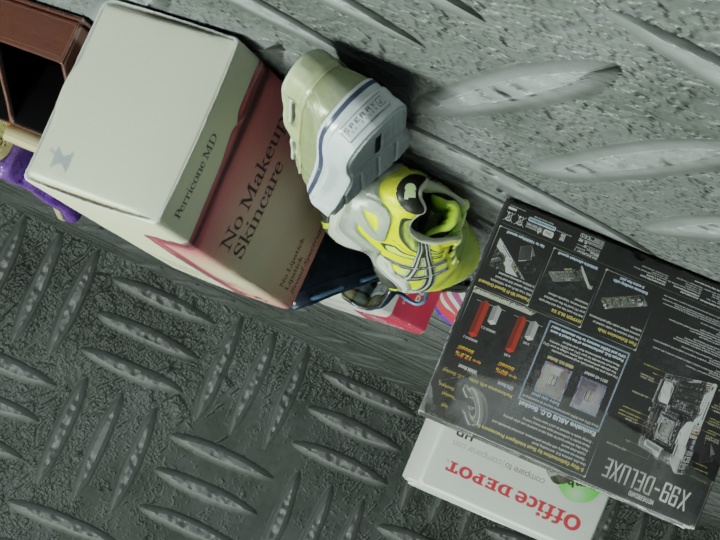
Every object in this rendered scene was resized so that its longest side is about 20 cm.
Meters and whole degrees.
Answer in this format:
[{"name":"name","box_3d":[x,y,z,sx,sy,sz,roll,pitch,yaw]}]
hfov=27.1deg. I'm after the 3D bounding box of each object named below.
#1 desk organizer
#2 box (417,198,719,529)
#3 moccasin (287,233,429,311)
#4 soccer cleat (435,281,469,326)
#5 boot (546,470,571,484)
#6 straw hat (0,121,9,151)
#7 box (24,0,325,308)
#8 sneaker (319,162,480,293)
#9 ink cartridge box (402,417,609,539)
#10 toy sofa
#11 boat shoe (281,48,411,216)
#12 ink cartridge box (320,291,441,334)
[{"name":"desk organizer","box_3d":[-0.277,-0.160,1.087,0.199,0.077,0.072,20,172,23]},{"name":"box","box_3d":[0.159,0.063,1.007,0.199,0.158,0.050,22,173,6]},{"name":"moccasin","box_3d":[0.000,0.000,1.151,0.200,0.068,0.080,-5,173,-44]},{"name":"soccer cleat","box_3d":[0.125,0.058,1.415,0.068,0.073,0.200,28,172,-31]},{"name":"boot","box_3d":[0.208,0.063,1.090,0.174,0.201,0.069,-12,-175,23]},{"name":"straw hat","box_3d":[-0.385,-0.143,1.526,0.200,0.085,0.201,23,172,3]},{"name":"box","box_3d":[-0.104,-0.071,0.989,0.109,0.128,0.200,20,172,26]},{"name":"sneaker","box_3d":[0.046,-0.025,1.073,0.076,0.076,0.200,5,171,29]},{"name":"ink cartridge box","box_3d":[0.142,0.109,1.222,0.146,0.201,0.146,23,173,-1]},{"name":"toy sofa","box_3d":[-0.263,-0.097,1.427,0.083,0.098,0.200,22,172,15]},{"name":"boat shoe","box_3d":[-0.011,-0.085,0.894,0.062,0.072,0.200,48,171,5]},{"name":"ink cartridge box","box_3d":[-0.042,-0.029,1.265,0.200,0.085,0.145,28,172,-40]}]
